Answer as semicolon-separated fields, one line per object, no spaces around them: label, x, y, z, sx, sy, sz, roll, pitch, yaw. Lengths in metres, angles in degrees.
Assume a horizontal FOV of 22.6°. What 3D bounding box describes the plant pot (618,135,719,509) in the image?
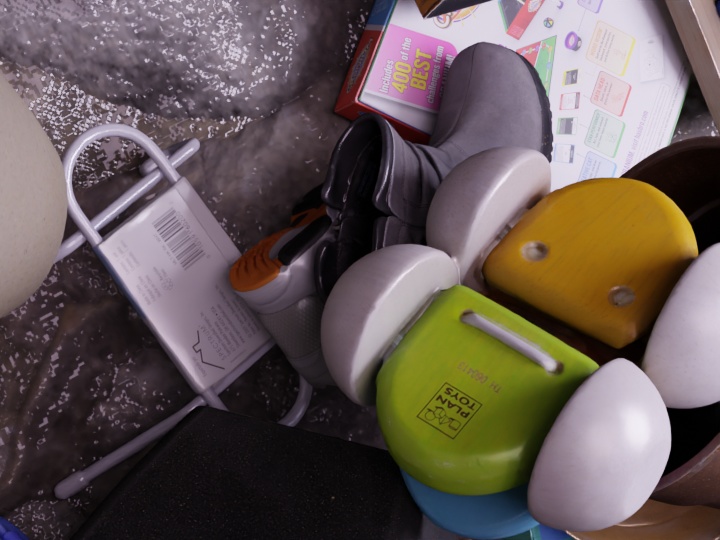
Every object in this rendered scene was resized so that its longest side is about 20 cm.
plant pot;0.232;0.057;0.995;0.198;0.200;0.201;23;80;-29

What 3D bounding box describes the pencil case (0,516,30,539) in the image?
pencil case;-0.243;0.209;0.931;0.200;0.087;0.078;-40;82;-20

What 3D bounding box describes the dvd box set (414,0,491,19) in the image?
dvd box set;0.059;-0.257;1.065;0.146;0.029;0.201;-19;80;-30

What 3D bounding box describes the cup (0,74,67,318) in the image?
cup;-0.231;-0.038;0.899;0.143;0.200;0.201;16;82;-49

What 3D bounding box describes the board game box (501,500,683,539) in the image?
board game box;0.167;0.075;1.114;0.199;0.045;0.153;-14;95;-24

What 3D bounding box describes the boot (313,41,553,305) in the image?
boot;0.040;-0.056;0.970;0.132;0.070;0.201;32;55;-46

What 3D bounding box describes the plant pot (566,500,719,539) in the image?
plant pot;0.169;0.072;1.077;0.199;0.027;0.201;1;89;-24

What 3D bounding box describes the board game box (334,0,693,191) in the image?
board game box;0.102;-0.126;1.100;0.199;0.040;0.154;25;77;-16

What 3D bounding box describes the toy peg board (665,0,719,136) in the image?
toy peg board;0.281;-0.204;1.127;0.199;0.098;0.201;-33;102;-42

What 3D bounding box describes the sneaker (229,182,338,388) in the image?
sneaker;0.000;0.000;1.019;0.200;0.075;0.092;-44;112;-52

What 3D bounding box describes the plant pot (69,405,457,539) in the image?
plant pot;-0.045;0.188;0.939;0.200;0.199;0.178;68;39;-54

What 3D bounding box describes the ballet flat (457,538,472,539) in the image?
ballet flat;0.097;0.248;1.095;0.069;0.069;0.200;-37;102;-20

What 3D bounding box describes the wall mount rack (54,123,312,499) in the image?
wall mount rack;-0.126;0.026;0.996;0.174;0.074;0.200;-40;104;-23

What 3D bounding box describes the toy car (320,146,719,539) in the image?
toy car;0.087;0.050;0.881;0.200;0.175;0.150;-44;150;-31
